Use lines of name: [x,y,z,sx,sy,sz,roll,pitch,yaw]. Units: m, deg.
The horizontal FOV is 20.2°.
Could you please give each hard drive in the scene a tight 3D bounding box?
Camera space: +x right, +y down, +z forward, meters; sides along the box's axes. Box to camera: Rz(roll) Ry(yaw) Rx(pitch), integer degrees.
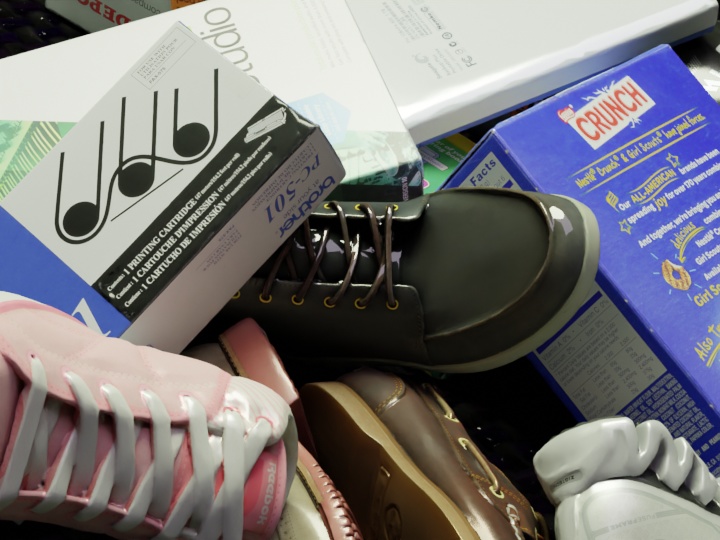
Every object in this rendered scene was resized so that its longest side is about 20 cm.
hard drive: [0.070,-0.141,1.075,0.199,0.025,0.132,-22,53,-17]

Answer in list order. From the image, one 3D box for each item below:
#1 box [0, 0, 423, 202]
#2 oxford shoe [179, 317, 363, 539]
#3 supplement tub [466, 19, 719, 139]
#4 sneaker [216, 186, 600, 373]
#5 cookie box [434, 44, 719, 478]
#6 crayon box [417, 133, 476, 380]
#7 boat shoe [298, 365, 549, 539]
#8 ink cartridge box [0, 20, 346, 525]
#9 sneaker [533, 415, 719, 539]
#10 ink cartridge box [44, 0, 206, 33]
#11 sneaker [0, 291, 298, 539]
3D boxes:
box: [-0.085,-0.066,0.982,0.199,0.036,0.145,-18,52,-8]
oxford shoe: [-0.040,0.109,0.815,0.074,0.071,0.200,-23,44,-6]
supplement tub: [0.161,-0.091,1.133,0.199,0.123,0.122,30,35,22]
sneaker: [0.000,0.000,0.871,0.106,0.199,0.075,21,65,-44]
cookie box: [0.149,0.005,0.964,0.200,0.075,0.171,52,42,10]
crayon box: [0.007,-0.035,1.039,0.200,0.059,0.119,34,36,26]
boat shoe: [0.042,0.105,0.831,0.070,0.071,0.200,-4,37,-26]
ink cartridge box: [-0.108,-0.002,0.841,0.200,0.044,0.094,-47,59,-8]
sneaker: [0.156,0.128,0.840,0.199,0.075,0.081,20,52,-27]
ink cartridge box: [-0.073,-0.223,1.160,0.145,0.201,0.144,31,38,23]
sneaker: [-0.084,0.060,0.711,0.104,0.076,0.200,18,0,22]
